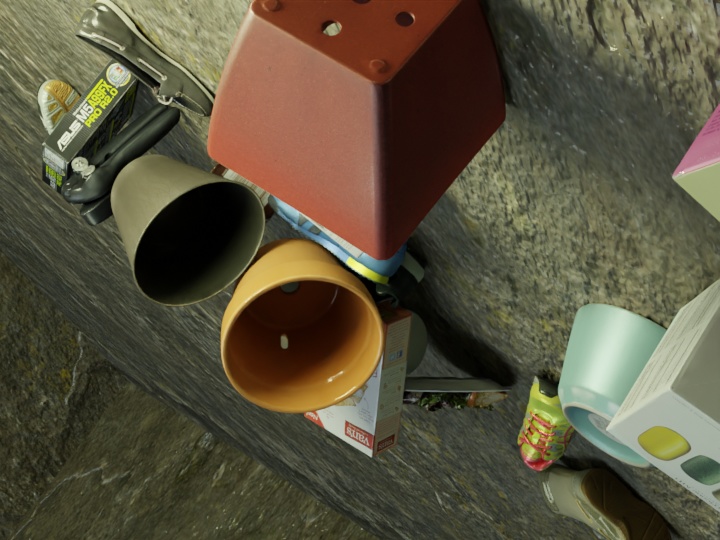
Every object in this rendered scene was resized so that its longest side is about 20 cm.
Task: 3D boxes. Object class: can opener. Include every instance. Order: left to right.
[{"bbox_3d":[-0.315,-0.152,1.810,0.063,0.201,0.079,21,150,31],"label":"can opener"}]

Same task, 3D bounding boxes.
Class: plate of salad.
[{"bbox_3d":[0.111,0.172,1.908,0.198,0.049,0.200,0,178,0],"label":"plate of salad"}]

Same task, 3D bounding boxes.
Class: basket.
[{"bbox_3d":[-0.230,-0.065,1.713,0.136,0.180,0.200,55,172,-31],"label":"basket"}]

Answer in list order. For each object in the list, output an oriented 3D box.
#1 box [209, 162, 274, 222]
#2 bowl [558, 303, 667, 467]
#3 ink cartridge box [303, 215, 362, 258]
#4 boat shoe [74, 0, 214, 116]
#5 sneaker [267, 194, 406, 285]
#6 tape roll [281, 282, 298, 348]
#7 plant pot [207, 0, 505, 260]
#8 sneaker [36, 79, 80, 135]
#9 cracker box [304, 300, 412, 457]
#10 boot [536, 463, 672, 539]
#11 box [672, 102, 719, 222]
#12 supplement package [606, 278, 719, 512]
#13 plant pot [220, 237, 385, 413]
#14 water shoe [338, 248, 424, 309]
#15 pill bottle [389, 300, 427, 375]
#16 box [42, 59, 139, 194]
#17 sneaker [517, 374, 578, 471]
[{"bbox_3d":[-0.161,-0.104,1.847,0.100,0.075,0.200,39,162,-8],"label":"box"},{"bbox_3d":[0.294,0.139,1.500,0.200,0.105,0.201,34,164,11],"label":"bowl"},{"bbox_3d":[-0.043,-0.118,1.538,0.199,0.085,0.146,39,163,-4],"label":"ink cartridge box"},{"bbox_3d":[-0.266,-0.248,1.697,0.200,0.057,0.067,42,163,-16],"label":"boat shoe"},{"bbox_3d":[-0.025,-0.062,1.702,0.199,0.079,0.066,33,-166,24],"label":"sneaker"},{"bbox_3d":[-0.098,0.090,2.054,0.037,0.204,0.203,-25,125,27],"label":"tape roll"},{"bbox_3d":[-0.001,-0.170,1.151,0.199,0.200,0.177,31,152,18],"label":"plant pot"},{"bbox_3d":[-0.463,-0.229,2.126,0.087,0.076,0.200,28,161,26],"label":"sneaker"},{"bbox_3d":[-0.006,0.128,1.832,0.133,0.057,0.202,25,122,38],"label":"cracker box"},{"bbox_3d":[0.356,0.360,2.021,0.200,0.073,0.155,44,162,-16],"label":"boot"},{"bbox_3d":[0.342,-0.048,0.906,0.200,0.097,0.176,41,163,-9],"label":"box"},{"bbox_3d":[0.343,0.110,1.233,0.151,0.151,0.200,35,164,5],"label":"supplement package"},{"bbox_3d":[-0.079,0.053,1.692,0.200,0.199,0.141,48,-166,-33],"label":"plant pot"},{"bbox_3d":[0.000,0.000,1.777,0.072,0.079,0.199,46,162,-26],"label":"water shoe"},{"bbox_3d":[-0.002,0.087,1.948,0.199,0.117,0.116,13,152,53],"label":"pill bottle"},{"bbox_3d":[-0.370,-0.194,1.880,0.044,0.161,0.200,36,165,-5],"label":"box"},{"bbox_3d":[0.246,0.211,1.818,0.078,0.091,0.200,31,161,25],"label":"sneaker"}]
